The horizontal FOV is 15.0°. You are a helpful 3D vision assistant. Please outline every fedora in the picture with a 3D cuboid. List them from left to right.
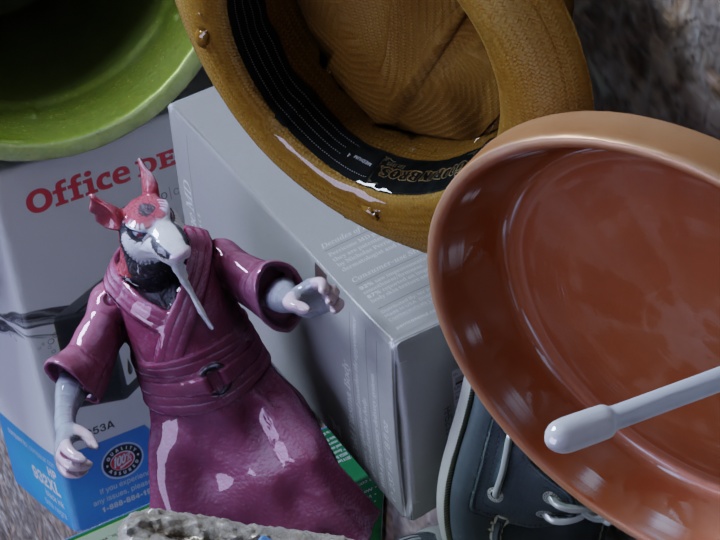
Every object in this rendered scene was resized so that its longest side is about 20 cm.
[{"bbox_3d":[0.021,-0.097,1.004,0.201,0.082,0.201,30,146,23],"label":"fedora"}]

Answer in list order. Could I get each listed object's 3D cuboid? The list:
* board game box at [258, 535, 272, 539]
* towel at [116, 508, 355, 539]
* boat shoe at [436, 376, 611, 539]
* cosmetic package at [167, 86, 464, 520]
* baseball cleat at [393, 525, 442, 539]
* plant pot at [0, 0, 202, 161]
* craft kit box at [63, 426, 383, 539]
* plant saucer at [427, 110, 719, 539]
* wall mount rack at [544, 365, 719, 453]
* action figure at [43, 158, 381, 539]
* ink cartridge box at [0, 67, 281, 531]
[{"bbox_3d":[-0.010,0.206,1.124,0.151,0.037,0.200,27,138,-1],"label":"board game box"},{"bbox_3d":[-0.007,0.155,1.140,0.133,0.200,0.034,100,-179,-50],"label":"towel"},{"bbox_3d":[0.077,0.076,1.096,0.062,0.073,0.200,48,145,49],"label":"boat shoe"},{"bbox_3d":[0.000,0.000,1.187,0.200,0.090,0.107,42,149,43],"label":"cosmetic package"},{"bbox_3d":[0.018,0.208,1.299,0.070,0.106,0.200,-123,26,-61],"label":"baseball cleat"},{"bbox_3d":[-0.179,-0.170,1.348,0.190,0.200,0.200,-139,34,-69],"label":"plant pot"},{"bbox_3d":[-0.083,0.190,1.393,0.049,0.200,0.198,51,152,35],"label":"craft kit box"},{"bbox_3d":[0.114,0.026,0.930,0.200,0.032,0.200,26,143,22],"label":"plant saucer"},{"bbox_3d":[0.156,0.023,0.747,0.075,0.174,0.200,39,-179,-41],"label":"wall mount rack"},{"bbox_3d":[-0.060,0.040,1.157,0.149,0.134,0.200,-88,-19,-69],"label":"action figure"},{"bbox_3d":[-0.118,0.008,1.383,0.084,0.145,0.200,31,137,56],"label":"ink cartridge box"}]
